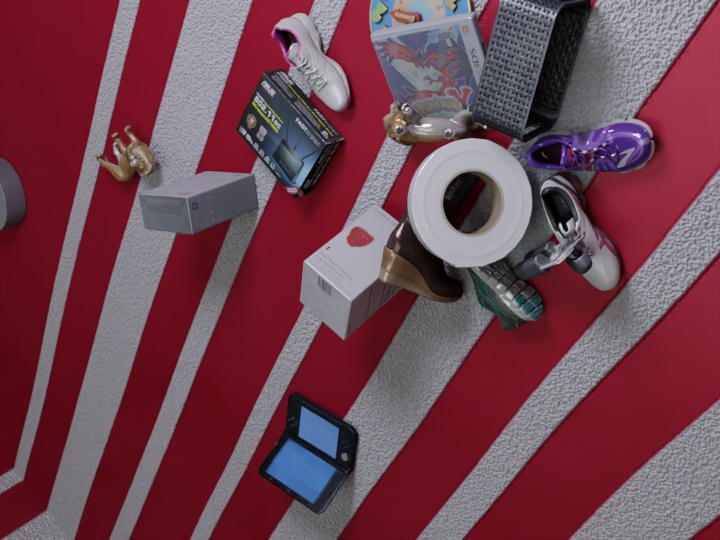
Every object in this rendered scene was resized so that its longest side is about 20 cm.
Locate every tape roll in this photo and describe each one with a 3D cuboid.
[{"bbox_3d":[0.175,-0.108,1.330,0.196,0.071,0.209,0,94,-4],"label":"tape roll"},{"bbox_3d":[-1.047,-0.220,2.357,0.197,0.066,0.205,17,118,34],"label":"tape roll"}]

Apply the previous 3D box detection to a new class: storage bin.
[{"bbox_3d":[0.252,-0.310,1.217,0.092,0.134,0.204,27,123,27],"label":"storage bin"}]

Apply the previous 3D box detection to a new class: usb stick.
[{"bbox_3d":[0.157,-0.136,1.435,0.055,0.032,0.201,43,128,12],"label":"usb stick"}]

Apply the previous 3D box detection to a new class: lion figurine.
[{"bbox_3d":[-0.549,-0.257,1.936,0.124,0.072,0.199,57,146,-5],"label":"lion figurine"},{"bbox_3d":[0.124,-0.237,1.355,0.195,0.122,0.074,12,91,16],"label":"lion figurine"}]

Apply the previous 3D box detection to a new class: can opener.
[{"bbox_3d":[0.304,-0.007,1.291,0.067,0.053,0.200,45,170,1],"label":"can opener"}]

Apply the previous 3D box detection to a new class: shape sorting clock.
[{"bbox_3d":[0.096,-0.420,1.365,0.196,0.039,0.205,16,118,33],"label":"shape sorting clock"}]

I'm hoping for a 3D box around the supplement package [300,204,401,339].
[{"bbox_3d":[0.000,0.000,1.491,0.120,0.199,0.121,37,146,20],"label":"supplement package"}]

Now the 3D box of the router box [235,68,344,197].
[{"bbox_3d":[-0.141,-0.268,1.604,0.201,0.062,0.151,48,129,13],"label":"router box"}]

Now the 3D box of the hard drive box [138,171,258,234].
[{"bbox_3d":[-0.337,-0.146,1.721,0.153,0.199,0.079,8,114,36],"label":"hard drive box"}]

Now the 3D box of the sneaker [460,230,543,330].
[{"bbox_3d":[0.221,0.024,1.422,0.201,0.077,0.091,50,138,8],"label":"sneaker"}]

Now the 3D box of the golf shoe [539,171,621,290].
[{"bbox_3d":[0.337,-0.052,1.284,0.072,0.092,0.203,-31,89,37],"label":"golf shoe"}]

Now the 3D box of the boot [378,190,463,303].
[{"bbox_3d":[0.132,-0.039,1.431,0.072,0.197,0.170,36,107,52],"label":"boot"}]

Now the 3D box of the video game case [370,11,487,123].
[{"bbox_3d":[0.128,-0.320,1.348,0.196,0.023,0.185,3,131,39],"label":"video game case"}]

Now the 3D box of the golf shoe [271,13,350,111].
[{"bbox_3d":[-0.094,-0.374,1.504,0.075,0.091,0.202,-37,85,40],"label":"golf shoe"}]

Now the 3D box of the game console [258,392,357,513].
[{"bbox_3d":[-0.120,0.403,1.824,0.197,0.118,0.175,24,122,29],"label":"game console"}]

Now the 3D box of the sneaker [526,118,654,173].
[{"bbox_3d":[0.342,-0.175,1.236,0.196,0.083,0.083,-4,106,39],"label":"sneaker"}]
